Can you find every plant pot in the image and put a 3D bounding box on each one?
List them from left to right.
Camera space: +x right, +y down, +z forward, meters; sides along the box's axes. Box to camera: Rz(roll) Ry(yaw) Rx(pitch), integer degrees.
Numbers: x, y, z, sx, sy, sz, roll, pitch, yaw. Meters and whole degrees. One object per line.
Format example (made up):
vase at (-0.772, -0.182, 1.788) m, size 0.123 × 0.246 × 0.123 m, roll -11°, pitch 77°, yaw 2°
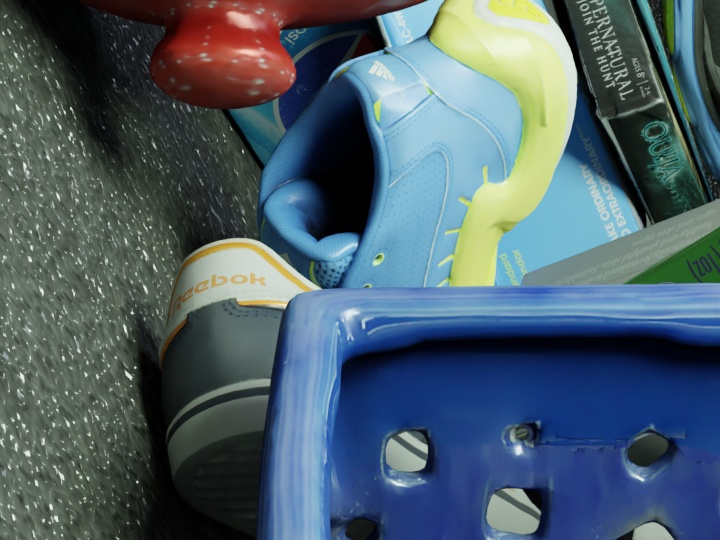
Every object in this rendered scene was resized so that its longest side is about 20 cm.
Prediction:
plant pot at (0.076, 0.123, 0.587) m, size 0.200 × 0.200 × 0.180 m, roll -93°, pitch -177°, yaw -66°

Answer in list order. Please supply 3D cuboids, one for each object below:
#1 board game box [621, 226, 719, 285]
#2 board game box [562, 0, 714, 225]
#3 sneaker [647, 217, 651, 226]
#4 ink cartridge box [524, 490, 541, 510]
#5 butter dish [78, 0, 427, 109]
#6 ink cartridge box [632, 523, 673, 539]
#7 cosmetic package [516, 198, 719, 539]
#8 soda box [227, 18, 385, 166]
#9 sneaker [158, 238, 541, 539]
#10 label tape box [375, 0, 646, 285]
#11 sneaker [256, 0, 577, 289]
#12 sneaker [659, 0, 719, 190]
board game box at (0.177, 0.058, 0.689) m, size 0.040 × 0.153 × 0.200 m, roll -29°, pitch 85°, yaw -44°
board game box at (0.106, -0.103, 1.011) m, size 0.135 × 0.028 × 0.200 m, roll 56°, pitch 17°, yaw -53°
sneaker at (0.092, 0.013, 1.136) m, size 0.199 × 0.081 × 0.115 m, roll 40°, pitch -15°, yaw 36°
ink cartridge box at (0.107, 0.101, 1.031) m, size 0.200 × 0.042 × 0.119 m, roll 48°, pitch -7°, yaw 40°
butter dish at (-0.040, -0.122, 0.738) m, size 0.199 × 0.200 × 0.148 m, roll 29°, pitch 61°, yaw -71°
ink cartridge box at (0.166, 0.171, 0.826) m, size 0.200 × 0.084 × 0.146 m, roll 50°, pitch 39°, yaw -38°
cosmetic package at (0.151, 0.070, 0.894) m, size 0.200 × 0.107 × 0.090 m, roll 42°, pitch 47°, yaw -28°
soda box at (-0.018, -0.079, 0.962) m, size 0.200 × 0.064 × 0.068 m, roll 57°, pitch 14°, yaw -37°
sneaker at (0.005, 0.056, 0.752) m, size 0.200 × 0.078 × 0.079 m, roll 48°, pitch 27°, yaw -53°
label tape box at (0.062, -0.068, 0.977) m, size 0.200 × 0.066 × 0.143 m, roll -69°, pitch 136°, yaw -77°
sneaker at (0.000, 0.000, 0.804) m, size 0.076 × 0.105 × 0.200 m, roll 38°, pitch -50°, yaw 35°
sneaker at (0.171, -0.063, 0.953) m, size 0.071 × 0.083 × 0.200 m, roll -79°, pitch 145°, yaw -69°
